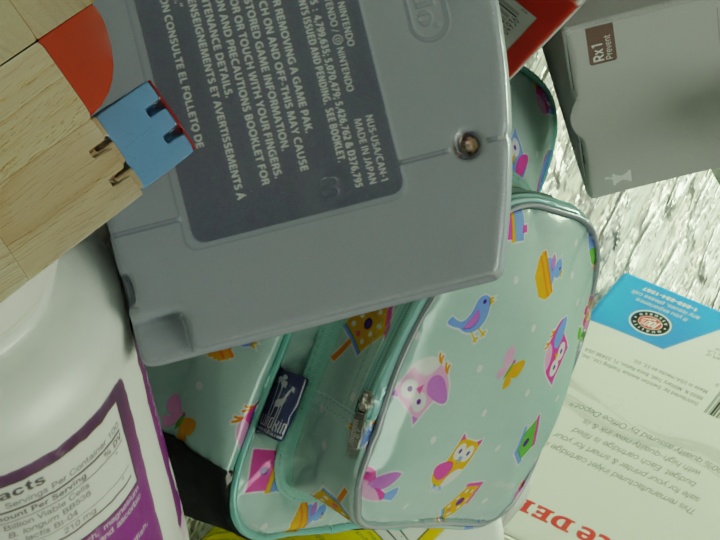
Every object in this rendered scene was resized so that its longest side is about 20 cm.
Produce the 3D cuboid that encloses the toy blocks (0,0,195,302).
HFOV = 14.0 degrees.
[{"bbox_3d":[-0.120,-0.070,0.795,0.100,0.200,0.137,-29,-171,45],"label":"toy blocks"}]

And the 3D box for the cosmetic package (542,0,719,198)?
[{"bbox_3d":[0.098,-0.140,1.126,0.090,0.200,0.107,-16,146,-1],"label":"cosmetic package"}]

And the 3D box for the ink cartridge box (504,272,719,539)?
[{"bbox_3d":[0.146,0.111,1.484,0.200,0.146,0.084,-46,150,-37],"label":"ink cartridge box"}]

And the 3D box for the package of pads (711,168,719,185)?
[{"bbox_3d":[0.162,-0.150,1.268,0.155,0.068,0.200,85,-7,-47],"label":"package of pads"}]

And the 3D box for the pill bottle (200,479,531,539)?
[{"bbox_3d":[-0.007,0.128,1.235,0.200,0.104,0.104,-41,144,-44],"label":"pill bottle"}]

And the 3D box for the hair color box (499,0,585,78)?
[{"bbox_3d":[0.093,-0.160,1.007,0.200,0.061,0.102,-50,-178,-23],"label":"hair color box"}]

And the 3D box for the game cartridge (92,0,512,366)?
[{"bbox_3d":[-0.026,-0.083,0.893,0.041,0.133,0.200,14,62,-84],"label":"game cartridge"}]

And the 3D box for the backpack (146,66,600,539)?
[{"bbox_3d":[0.000,0.000,1.096,0.176,0.153,0.200,8,95,-60],"label":"backpack"}]

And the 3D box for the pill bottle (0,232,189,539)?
[{"bbox_3d":[-0.122,0.043,0.924,0.112,0.112,0.200,-52,151,-31],"label":"pill bottle"}]
